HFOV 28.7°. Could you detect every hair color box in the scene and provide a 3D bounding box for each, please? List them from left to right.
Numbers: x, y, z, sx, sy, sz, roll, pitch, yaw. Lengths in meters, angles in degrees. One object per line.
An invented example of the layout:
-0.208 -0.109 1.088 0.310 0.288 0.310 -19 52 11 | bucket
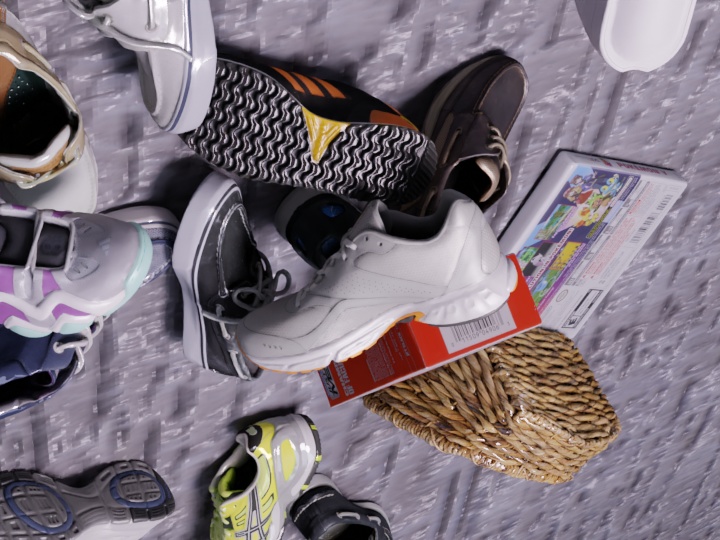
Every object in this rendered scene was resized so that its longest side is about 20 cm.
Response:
0.046 0.051 1.128 0.110 0.064 0.200 -19 173 -26 | hair color box

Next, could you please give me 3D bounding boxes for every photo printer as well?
0.181 -0.243 0.913 0.069 0.167 0.201 0 137 -4 | photo printer

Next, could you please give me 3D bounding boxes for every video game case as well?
0.191 -0.018 1.300 0.181 0.023 0.201 4 129 -44 | video game case

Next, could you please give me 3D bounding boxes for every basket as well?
0.129 0.143 1.302 0.149 0.143 0.199 -40 149 22 | basket

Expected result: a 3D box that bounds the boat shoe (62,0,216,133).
-0.132 -0.161 0.800 0.085 0.075 0.203 -17 136 -24 | boat shoe

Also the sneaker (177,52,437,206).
-0.048 -0.101 0.951 0.198 0.090 0.070 16 109 -20 | sneaker

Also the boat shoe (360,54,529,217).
0.078 -0.073 1.036 0.201 0.073 0.075 -58 137 -19 | boat shoe

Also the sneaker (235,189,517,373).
0.000 0.000 0.952 0.198 0.076 0.093 -19 117 12 | sneaker

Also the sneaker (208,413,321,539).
-0.107 0.210 1.259 0.076 0.075 0.201 6 116 -36 | sneaker

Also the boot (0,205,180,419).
-0.197 0.034 0.949 0.199 0.091 0.073 -28 144 -15 | boot

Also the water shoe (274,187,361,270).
0.007 -0.003 1.100 0.072 0.079 0.199 -47 144 14 | water shoe

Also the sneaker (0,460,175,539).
-0.243 0.210 1.129 0.199 0.075 0.087 4 133 -44 | sneaker

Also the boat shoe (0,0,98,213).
-0.201 -0.082 0.833 0.074 0.069 0.201 -33 146 -8 | boat shoe

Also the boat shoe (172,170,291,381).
-0.091 0.013 1.018 0.074 0.068 0.200 -53 161 -41 | boat shoe

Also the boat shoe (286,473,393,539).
-0.013 0.266 1.404 0.076 0.060 0.200 -42 145 7 | boat shoe

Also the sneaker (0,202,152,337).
-0.230 -0.019 0.804 0.198 0.078 0.140 -8 152 12 | sneaker
